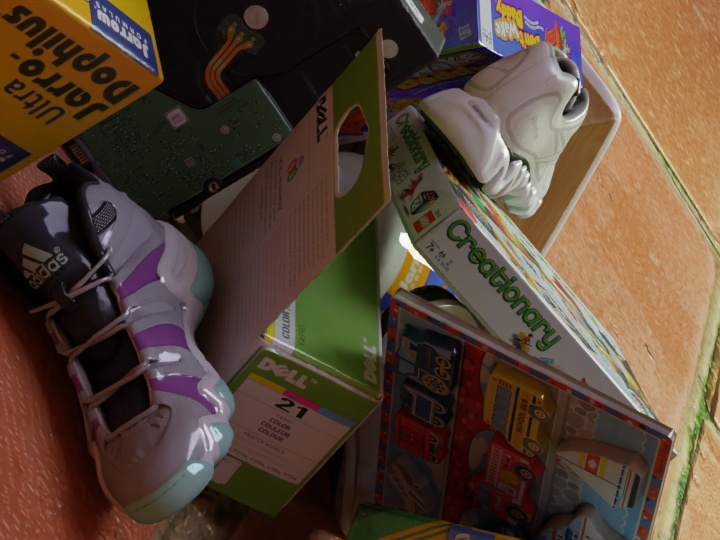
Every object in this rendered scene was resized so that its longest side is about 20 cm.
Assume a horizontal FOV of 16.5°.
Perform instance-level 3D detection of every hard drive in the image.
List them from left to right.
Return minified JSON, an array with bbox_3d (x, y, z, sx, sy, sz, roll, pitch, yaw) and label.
[{"bbox_3d":[-0.075,-0.121,1.293,0.140,0.200,0.038,54,20,-14],"label":"hard drive"}]

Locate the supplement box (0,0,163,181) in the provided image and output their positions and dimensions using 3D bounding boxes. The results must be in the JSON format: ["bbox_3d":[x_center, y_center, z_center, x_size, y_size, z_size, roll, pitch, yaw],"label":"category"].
[{"bbox_3d":[-0.185,-0.166,1.226,0.109,0.109,0.200,34,34,-49],"label":"supplement box"}]

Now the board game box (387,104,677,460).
[{"bbox_3d":[0.085,0.014,1.317,0.200,0.035,0.126,48,10,-28],"label":"board game box"}]

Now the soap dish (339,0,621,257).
[{"bbox_3d":[0.065,-0.080,1.554,0.081,0.200,0.157,-15,58,-34],"label":"soap dish"}]

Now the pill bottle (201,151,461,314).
[{"bbox_3d":[0.000,0.000,1.430,0.200,0.112,0.112,36,32,-47],"label":"pill bottle"}]

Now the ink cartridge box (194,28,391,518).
[{"bbox_3d":[-0.019,0.003,1.248,0.076,0.200,0.148,29,33,-22],"label":"ink cartridge box"}]

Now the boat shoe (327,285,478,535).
[{"bbox_3d":[0.016,0.066,1.328,0.200,0.074,0.060,98,-25,-52],"label":"boat shoe"}]

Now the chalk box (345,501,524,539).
[{"bbox_3d":[0.084,0.204,1.201,0.124,0.200,0.125,37,68,-45],"label":"chalk box"}]

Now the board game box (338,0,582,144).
[{"bbox_3d":[0.009,-0.117,1.426,0.134,0.200,0.045,18,66,-58],"label":"board game box"}]

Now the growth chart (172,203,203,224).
[{"bbox_3d":[-0.089,-0.078,1.460,0.200,0.018,0.145,21,45,-57],"label":"growth chart"}]

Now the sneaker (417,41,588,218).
[{"bbox_3d":[0.089,-0.080,1.350,0.075,0.081,0.200,50,5,6],"label":"sneaker"}]

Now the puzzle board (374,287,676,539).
[{"bbox_3d":[0.075,0.102,1.238,0.017,0.151,0.200,-53,161,-30],"label":"puzzle board"}]

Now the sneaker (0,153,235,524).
[{"bbox_3d":[-0.132,0.021,1.171,0.140,0.078,0.200,44,18,-33],"label":"sneaker"}]

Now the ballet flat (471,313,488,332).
[{"bbox_3d":[0.086,0.100,1.379,0.068,0.067,0.200,48,45,-57],"label":"ballet flat"}]
